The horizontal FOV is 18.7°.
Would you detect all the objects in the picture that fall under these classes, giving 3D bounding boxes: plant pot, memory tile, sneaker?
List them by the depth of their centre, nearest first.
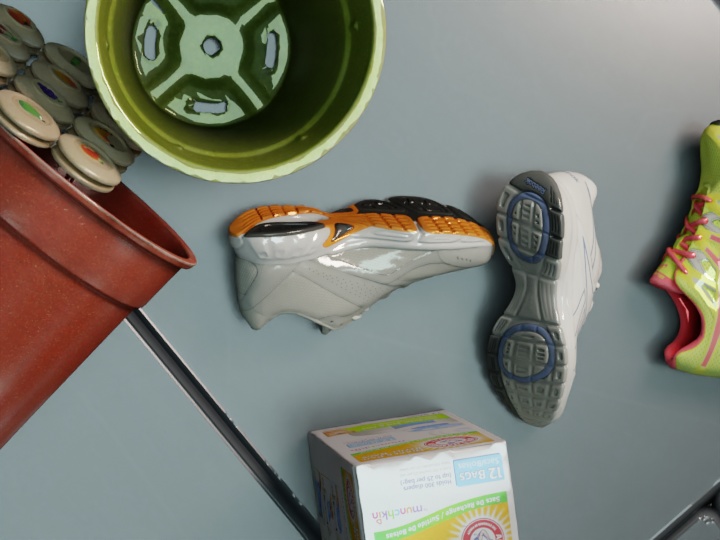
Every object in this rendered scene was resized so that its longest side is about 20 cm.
[{"bbox_3d":[-0.213,-0.123,1.502,0.153,0.200,0.017,37,106,-8],"label":"memory tile"},{"bbox_3d":[-0.251,0.007,1.511,0.201,0.201,0.195,39,94,-9],"label":"plant pot"},{"bbox_3d":[-0.097,-0.162,1.520,0.199,0.190,0.201,-1,93,-10],"label":"plant pot"},{"bbox_3d":[0.000,0.000,1.613,0.199,0.076,0.092,-2,112,-11],"label":"sneaker"},{"bbox_3d":[0.148,0.020,1.626,0.087,0.074,0.201,-17,118,-48],"label":"sneaker"},{"bbox_3d":[0.262,-0.012,1.644,0.090,0.078,0.201,-3,93,-7],"label":"sneaker"}]

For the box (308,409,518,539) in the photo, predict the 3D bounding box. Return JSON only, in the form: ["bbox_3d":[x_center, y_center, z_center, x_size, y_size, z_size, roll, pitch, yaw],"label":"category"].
[{"bbox_3d":[0.036,0.166,1.550,0.112,0.200,0.102,-8,94,-9],"label":"box"}]
